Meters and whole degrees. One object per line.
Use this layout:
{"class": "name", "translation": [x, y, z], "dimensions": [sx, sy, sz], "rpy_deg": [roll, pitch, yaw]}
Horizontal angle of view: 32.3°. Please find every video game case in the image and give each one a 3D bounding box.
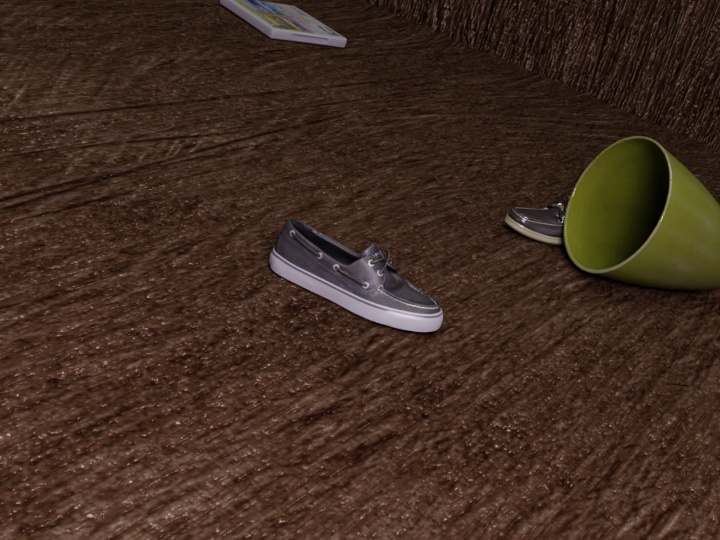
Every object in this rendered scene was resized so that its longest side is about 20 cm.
{"class": "video game case", "translation": [-0.152, -0.487, 2.430], "dimensions": [0.181, 0.022, 0.200], "rpy_deg": [-1, 29, -40]}

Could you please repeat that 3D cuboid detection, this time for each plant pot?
{"class": "plant pot", "translation": [0.404, -0.051, 1.647], "dimensions": [0.199, 0.188, 0.187], "rpy_deg": [24, 16, -30]}

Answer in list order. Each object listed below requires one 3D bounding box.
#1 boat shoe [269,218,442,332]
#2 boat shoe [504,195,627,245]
{"class": "boat shoe", "translation": [0.000, 0.000, 1.309], "dimensions": [0.198, 0.067, 0.070], "rpy_deg": [24, 22, 16]}
{"class": "boat shoe", "translation": [0.292, -0.073, 1.723], "dimensions": [0.198, 0.065, 0.073], "rpy_deg": [6, 26, -26]}
